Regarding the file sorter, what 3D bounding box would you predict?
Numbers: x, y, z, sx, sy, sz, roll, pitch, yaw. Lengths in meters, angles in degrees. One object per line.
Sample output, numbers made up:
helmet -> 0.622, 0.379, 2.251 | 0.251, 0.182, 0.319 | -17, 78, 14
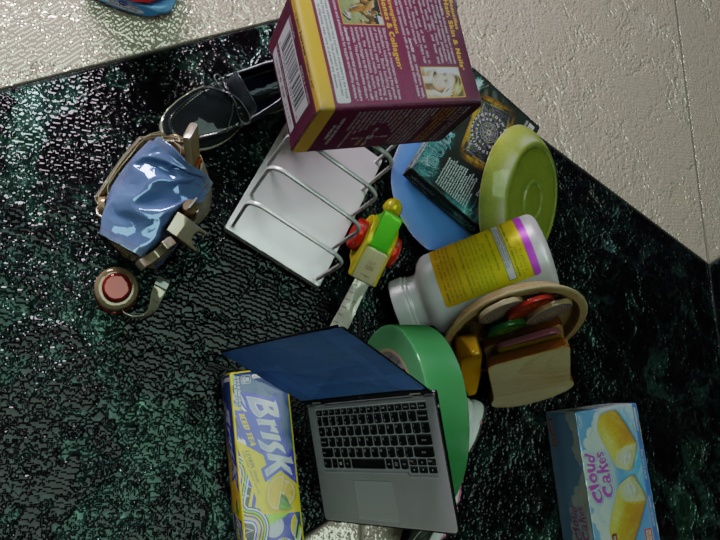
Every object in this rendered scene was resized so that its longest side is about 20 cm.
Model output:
file sorter -> -0.049, -0.110, 0.740 | 0.137, 0.124, 0.203 | 31, 69, -14

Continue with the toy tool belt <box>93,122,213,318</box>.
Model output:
toy tool belt -> -0.227, -0.056, 0.655 | 0.123, 0.123, 0.203 | 27, 70, -14

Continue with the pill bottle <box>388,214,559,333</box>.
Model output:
pill bottle -> 0.137, 0.013, 0.764 | 0.196, 0.104, 0.106 | -21, 86, 10

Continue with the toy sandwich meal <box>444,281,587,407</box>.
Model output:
toy sandwich meal -> 0.190, 0.095, 0.737 | 0.200, 0.207, 0.071 | 3, 50, -21

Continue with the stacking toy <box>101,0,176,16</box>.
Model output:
stacking toy -> -0.248, -0.389, 0.674 | 0.114, 0.199, 0.112 | 12, 74, -20

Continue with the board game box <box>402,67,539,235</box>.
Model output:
board game box -> 0.157, -0.167, 0.845 | 0.134, 0.028, 0.202 | 37, 66, -11

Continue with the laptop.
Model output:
laptop -> -0.025, 0.160, 0.588 | 0.114, 0.185, 0.205 | -3, 81, -46

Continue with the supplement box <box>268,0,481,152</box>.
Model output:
supplement box -> 0.015, -0.215, 0.665 | 0.196, 0.103, 0.134 | -9, 79, -25

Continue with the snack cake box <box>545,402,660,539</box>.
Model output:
snack cake box -> 0.332, 0.292, 0.844 | 0.112, 0.067, 0.205 | -2, 79, -23

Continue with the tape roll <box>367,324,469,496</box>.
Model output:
tape roll -> 0.050, 0.163, 0.681 | 0.047, 0.200, 0.206 | 2, 78, -22

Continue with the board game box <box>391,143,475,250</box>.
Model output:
board game box -> 0.124, -0.104, 0.855 | 0.196, 0.039, 0.162 | -4, 79, -24

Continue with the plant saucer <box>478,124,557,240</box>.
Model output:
plant saucer -> 0.227, -0.096, 0.846 | 0.198, 0.031, 0.205 | -14, 108, -47

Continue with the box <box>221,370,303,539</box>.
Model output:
box -> -0.110, 0.214, 0.680 | 0.069, 0.064, 0.205 | -3, 80, -23

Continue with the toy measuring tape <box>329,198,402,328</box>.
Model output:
toy measuring tape -> 0.000, 0.000, 0.783 | 0.072, 0.074, 0.203 | 26, 93, -15

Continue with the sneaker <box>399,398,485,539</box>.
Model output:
sneaker -> 0.080, 0.240, 0.756 | 0.085, 0.081, 0.203 | 26, 62, -3

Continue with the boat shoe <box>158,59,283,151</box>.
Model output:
boat shoe -> -0.155, -0.208, 0.751 | 0.198, 0.062, 0.076 | -30, 92, -23
